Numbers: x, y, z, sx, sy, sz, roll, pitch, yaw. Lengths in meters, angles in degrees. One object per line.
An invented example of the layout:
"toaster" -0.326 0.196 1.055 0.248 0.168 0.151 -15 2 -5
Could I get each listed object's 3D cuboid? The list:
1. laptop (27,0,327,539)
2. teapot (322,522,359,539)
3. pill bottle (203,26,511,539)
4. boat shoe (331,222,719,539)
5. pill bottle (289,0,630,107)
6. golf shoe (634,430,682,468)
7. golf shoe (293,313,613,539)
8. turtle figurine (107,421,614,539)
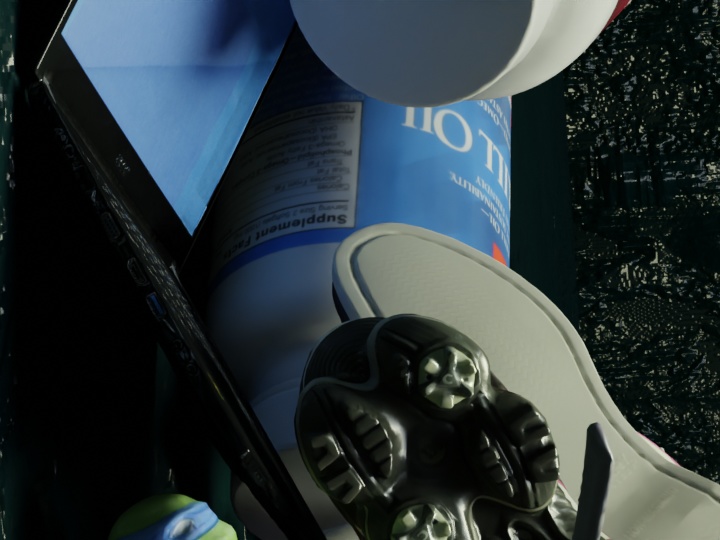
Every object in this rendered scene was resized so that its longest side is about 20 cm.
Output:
"laptop" -0.026 -0.025 0.802 0.200 0.103 0.177 59 -1 22
"teapot" 0.024 0.186 0.876 0.198 0.199 0.147 -108 -155 -47
"pill bottle" 0.000 0.000 0.962 0.112 0.112 0.201 74 15 -54
"boat shoe" 0.060 0.067 0.845 0.074 0.200 0.060 -36 160 -40
"pill bottle" 0.047 -0.125 0.909 0.200 0.112 0.114 -46 133 -61
"golf shoe" 0.051 0.095 1.052 0.092 0.199 0.075 -87 -158 -47
"golf shoe" 0.049 0.097 0.775 0.201 0.077 0.088 60 -6 -10
"turtle figurine" -0.010 0.156 0.678 0.144 0.200 0.195 -33 104 -34
